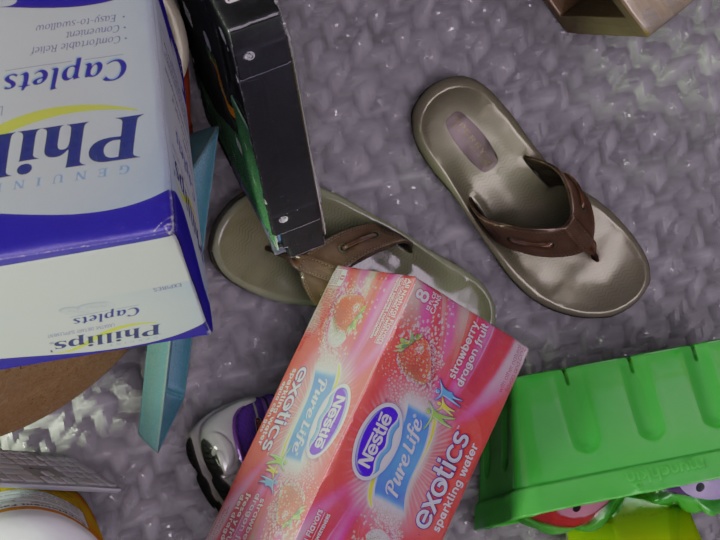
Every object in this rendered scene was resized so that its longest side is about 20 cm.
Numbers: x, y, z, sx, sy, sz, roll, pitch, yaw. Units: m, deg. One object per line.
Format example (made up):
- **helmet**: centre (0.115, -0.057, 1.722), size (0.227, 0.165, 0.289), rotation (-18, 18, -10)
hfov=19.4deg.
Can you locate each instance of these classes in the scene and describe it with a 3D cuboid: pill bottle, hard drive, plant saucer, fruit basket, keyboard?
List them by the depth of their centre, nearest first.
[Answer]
- **hard drive**: centre (-0.069, -0.118, 1.231), size (0.038, 0.140, 0.200), rotation (-20, 141, -9)
- **pill bottle**: centre (-0.202, 0.189, 1.257), size (0.111, 0.200, 0.111), rotation (-2, 98, -12)
- **keyboard**: centre (-0.228, 0.118, 1.258), size (0.200, 0.056, 0.011), rotation (10, 96, -53)
- **plant saucer**: centre (-0.113, 0.012, 1.288), size (0.019, 0.070, 0.200), rotation (12, 120, 6)
- **fruit basket**: centre (0.181, 0.159, 1.379), size (0.215, 0.156, 0.216), rotation (2, 80, -10)

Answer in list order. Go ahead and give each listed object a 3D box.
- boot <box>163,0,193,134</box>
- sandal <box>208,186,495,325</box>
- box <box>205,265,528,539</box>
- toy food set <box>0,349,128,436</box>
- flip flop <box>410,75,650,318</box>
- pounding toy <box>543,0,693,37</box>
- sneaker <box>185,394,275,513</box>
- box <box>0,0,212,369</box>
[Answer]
- **boot**: centre (-0.135, -0.089, 1.286), size (0.075, 0.107, 0.200), rotation (-9, 101, -14)
- **sandal**: centre (0.001, -0.001, 1.352), size (0.201, 0.057, 0.080), rotation (20, 92, -15)
- **box**: centre (0.003, 0.108, 1.283), size (0.103, 0.095, 0.200), rotation (32, 77, -29)
- **toy food set**: centre (-0.205, 0.032, 1.258), size (0.198, 0.200, 0.049), rotation (-34, 68, -13)
- **flip flop**: centre (0.112, -0.044, 1.371), size (0.081, 0.058, 0.200), rotation (-42, 104, -5)
- **pounding toy**: centre (0.151, -0.264, 1.286), size (0.142, 0.184, 0.200), rotation (-39, 104, -6)
- **sneaker**: centre (-0.037, 0.173, 1.359), size (0.083, 0.081, 0.200), rotation (-27, 106, -21)
- **box**: centre (-0.185, -0.057, 1.133), size (0.184, 0.105, 0.200), rotation (-10, 56, -1)
